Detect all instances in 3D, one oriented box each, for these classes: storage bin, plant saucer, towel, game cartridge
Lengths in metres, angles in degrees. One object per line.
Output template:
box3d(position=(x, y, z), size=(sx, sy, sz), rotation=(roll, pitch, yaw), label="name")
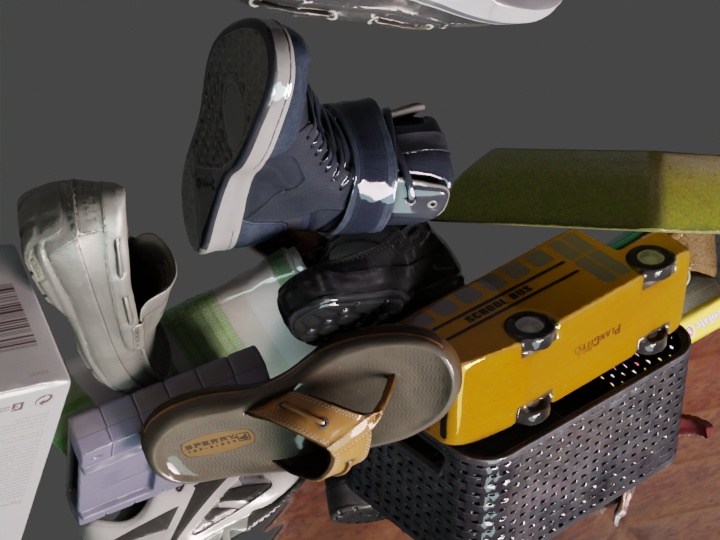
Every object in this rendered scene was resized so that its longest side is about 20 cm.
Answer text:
box3d(position=(0.099, 0.088, 1.477), size=(0.199, 0.135, 0.094), rotation=(-25, 133, -34), label="storage bin")
box3d(position=(0.176, -0.049, 1.455), size=(0.199, 0.048, 0.199), rotation=(0, -178, -42), label="plant saucer")
box3d(position=(-0.114, 0.058, 1.501), size=(0.199, 0.031, 0.149), rotation=(-25, 150, 0), label="towel")
box3d(position=(-0.122, 0.108, 1.473), size=(0.129, 0.039, 0.200), rotation=(-17, 165, -12), label="game cartridge")

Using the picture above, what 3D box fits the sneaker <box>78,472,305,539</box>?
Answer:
box3d(position=(-0.108, 0.145, 1.606), size=(0.200, 0.089, 0.074), rotation=(-38, -172, -32), label="sneaker")

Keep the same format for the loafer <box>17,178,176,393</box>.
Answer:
box3d(position=(-0.136, 0.012, 1.340), size=(0.069, 0.070, 0.200), rotation=(-14, 152, 5), label="loafer")

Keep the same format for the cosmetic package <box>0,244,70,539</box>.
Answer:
box3d(position=(-0.232, 0.085, 1.356), size=(0.073, 0.102, 0.201), rotation=(-10, 147, -27), label="cosmetic package")

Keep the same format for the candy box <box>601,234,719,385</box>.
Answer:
box3d(position=(0.218, 0.023, 1.655), size=(0.199, 0.102, 0.027), rotation=(-29, 116, 6), label="candy box")

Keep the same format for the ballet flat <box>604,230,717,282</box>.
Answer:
box3d(position=(0.160, 0.019, 1.607), size=(0.199, 0.073, 0.068), rotation=(-24, -179, -10), label="ballet flat")

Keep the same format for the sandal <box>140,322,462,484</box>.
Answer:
box3d(position=(-0.034, 0.089, 1.342), size=(0.198, 0.055, 0.082), rotation=(-14, 128, 11), label="sandal")

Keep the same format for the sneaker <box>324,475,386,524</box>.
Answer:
box3d(position=(0.017, 0.122, 1.639), size=(0.060, 0.105, 0.199), rotation=(-26, 160, 33), label="sneaker")

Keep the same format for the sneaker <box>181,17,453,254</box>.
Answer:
box3d(position=(-0.013, -0.078, 1.273), size=(0.145, 0.078, 0.203), rotation=(-5, 157, -15), label="sneaker")

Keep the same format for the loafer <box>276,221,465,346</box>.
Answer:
box3d(position=(0.000, 0.000, 1.387), size=(0.068, 0.071, 0.200), rotation=(-29, 173, 23), label="loafer")

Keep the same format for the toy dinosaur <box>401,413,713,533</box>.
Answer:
box3d(position=(0.100, 0.105, 1.577), size=(0.181, 0.106, 0.200), rotation=(23, 127, -33), label="toy dinosaur")

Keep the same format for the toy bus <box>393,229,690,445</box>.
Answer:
box3d(position=(0.111, 0.034, 1.419), size=(0.199, 0.078, 0.066), rotation=(-27, 133, -34), label="toy bus")

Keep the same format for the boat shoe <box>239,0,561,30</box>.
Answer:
box3d(position=(0.017, -0.156, 1.203), size=(0.199, 0.069, 0.057), rotation=(5, 148, -37), label="boat shoe")
